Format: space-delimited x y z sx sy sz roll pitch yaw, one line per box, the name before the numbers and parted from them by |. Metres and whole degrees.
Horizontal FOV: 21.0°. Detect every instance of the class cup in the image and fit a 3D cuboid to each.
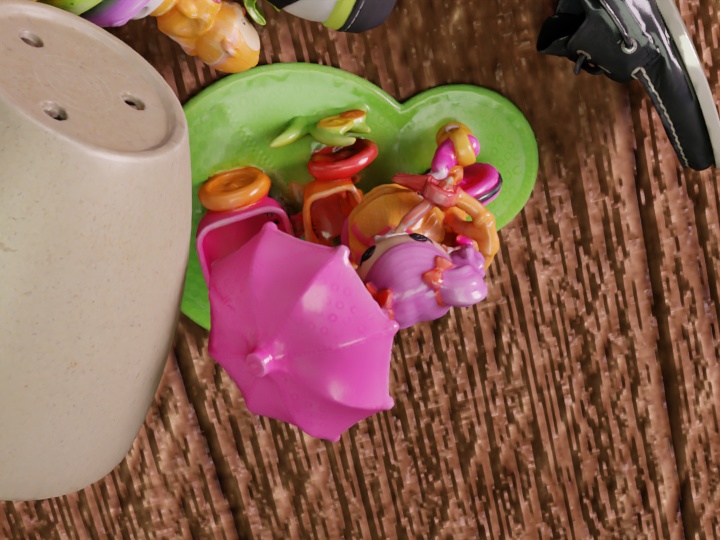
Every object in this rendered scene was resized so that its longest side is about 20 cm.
cup | -0.150 -0.026 0.808 0.200 0.201 0.143 25 120 -17

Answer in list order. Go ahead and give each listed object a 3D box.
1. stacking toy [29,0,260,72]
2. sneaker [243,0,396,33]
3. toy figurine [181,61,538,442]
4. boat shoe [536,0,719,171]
stacking toy | -0.117 -0.145 0.844 0.200 0.116 0.110 33 106 -31
sneaker | -0.006 -0.195 0.841 0.082 0.072 0.201 13 112 -11
toy figurine | 0.000 0.000 0.867 0.199 0.184 0.151 -14 115 -1
boat shoe | 0.106 -0.124 0.885 0.066 0.075 0.200 -26 114 7
